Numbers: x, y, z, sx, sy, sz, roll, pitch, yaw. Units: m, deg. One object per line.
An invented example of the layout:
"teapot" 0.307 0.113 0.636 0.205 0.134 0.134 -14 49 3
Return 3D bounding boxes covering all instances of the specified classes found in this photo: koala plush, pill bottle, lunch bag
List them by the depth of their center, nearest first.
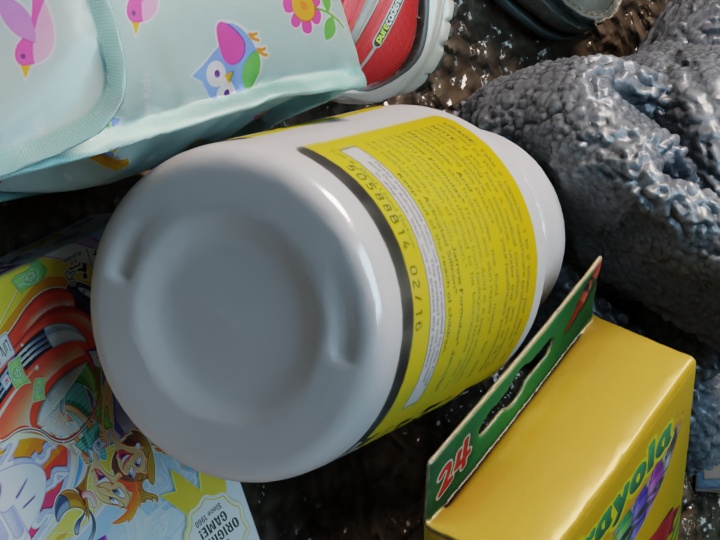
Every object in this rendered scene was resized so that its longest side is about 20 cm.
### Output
"lunch bag" -0.116 -0.109 0.829 0.199 0.122 0.171 -16 88 -43
"pill bottle" 0.000 0.000 0.889 0.200 0.111 0.112 -20 100 -62
"koala plush" 0.147 -0.058 1.048 0.184 0.177 0.200 40 60 -5

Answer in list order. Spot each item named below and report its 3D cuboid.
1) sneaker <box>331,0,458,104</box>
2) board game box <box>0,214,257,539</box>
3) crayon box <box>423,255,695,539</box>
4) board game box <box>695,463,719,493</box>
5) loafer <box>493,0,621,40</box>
"sneaker" -0.010 -0.165 0.974 0.085 0.077 0.202 -3 87 -38
"board game box" -0.131 0.077 0.846 0.200 0.034 0.135 -29 106 -42
"crayon box" 0.075 0.109 0.968 0.127 0.051 0.201 -48 150 -35
"board game box" 0.211 -0.003 1.122 0.034 0.134 0.202 9 80 -42
"loafer" 0.060 -0.182 1.047 0.072 0.063 0.201 -50 118 -34
